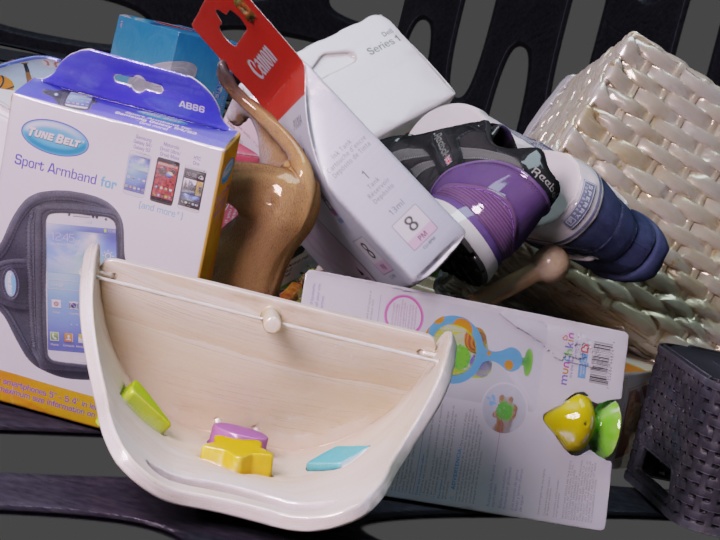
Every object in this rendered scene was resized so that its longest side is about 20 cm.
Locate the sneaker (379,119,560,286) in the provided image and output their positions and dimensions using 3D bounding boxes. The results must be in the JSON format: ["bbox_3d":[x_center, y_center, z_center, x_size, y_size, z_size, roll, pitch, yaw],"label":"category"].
[{"bbox_3d":[0.053,-0.053,1.427,0.076,0.088,0.200,56,-14,-31],"label":"sneaker"}]

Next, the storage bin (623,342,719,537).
[{"bbox_3d":[0.282,0.118,1.467,0.200,0.094,0.135,11,8,-13],"label":"storage bin"}]

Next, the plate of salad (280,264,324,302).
[{"bbox_3d":[0.000,0.000,1.565,0.200,0.048,0.200,-30,-2,-1],"label":"plate of salad"}]

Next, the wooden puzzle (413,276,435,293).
[{"bbox_3d":[-0.039,0.021,1.786,0.185,0.046,0.200,17,13,21],"label":"wooden puzzle"}]

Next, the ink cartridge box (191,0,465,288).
[{"bbox_3d":[-0.036,-0.069,1.359,0.200,0.057,0.163,43,-12,-4],"label":"ink cartridge box"}]

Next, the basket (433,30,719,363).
[{"bbox_3d":[0.193,-0.023,1.612,0.200,0.198,0.161,35,-17,-5],"label":"basket"}]

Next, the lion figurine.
[{"bbox_3d":[-0.063,-0.004,1.302,0.072,0.200,0.122,-11,33,-45],"label":"lion figurine"}]

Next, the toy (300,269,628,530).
[{"bbox_3d":[0.049,0.075,1.318,0.200,0.115,0.047,11,-8,-17],"label":"toy"}]

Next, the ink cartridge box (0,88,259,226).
[{"bbox_3d":[-0.179,-0.030,1.489,0.085,0.146,0.200,28,15,38],"label":"ink cartridge box"}]

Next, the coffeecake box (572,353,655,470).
[{"bbox_3d":[0.078,0.074,1.486,0.153,0.073,0.200,20,10,31],"label":"coffeecake box"}]

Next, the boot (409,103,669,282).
[{"bbox_3d":[0.106,-0.043,1.478,0.090,0.073,0.200,33,0,-34],"label":"boot"}]

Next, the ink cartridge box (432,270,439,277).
[{"bbox_3d":[-0.040,-0.052,1.955,0.200,0.076,0.148,20,-20,31],"label":"ink cartridge box"}]

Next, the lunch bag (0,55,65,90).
[{"bbox_3d":[-0.240,-0.067,1.592,0.200,0.076,0.160,-22,49,-30],"label":"lunch bag"}]

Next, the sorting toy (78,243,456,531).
[{"bbox_3d":[-0.057,0.078,1.162,0.200,0.107,0.180,14,15,-4],"label":"sorting toy"}]

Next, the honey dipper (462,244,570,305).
[{"bbox_3d":[0.034,0.035,1.379,0.200,0.038,0.038,-29,18,-9],"label":"honey dipper"}]

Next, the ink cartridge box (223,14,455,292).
[{"bbox_3d":[-0.039,-0.065,1.625,0.146,0.200,0.084,-31,71,-37],"label":"ink cartridge box"}]

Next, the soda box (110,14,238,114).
[{"bbox_3d":[-0.152,-0.077,1.681,0.068,0.200,0.064,20,10,41],"label":"soda box"}]

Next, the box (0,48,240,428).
[{"bbox_3d":[-0.138,-0.014,1.257,0.119,0.200,0.041,15,23,6],"label":"box"}]
